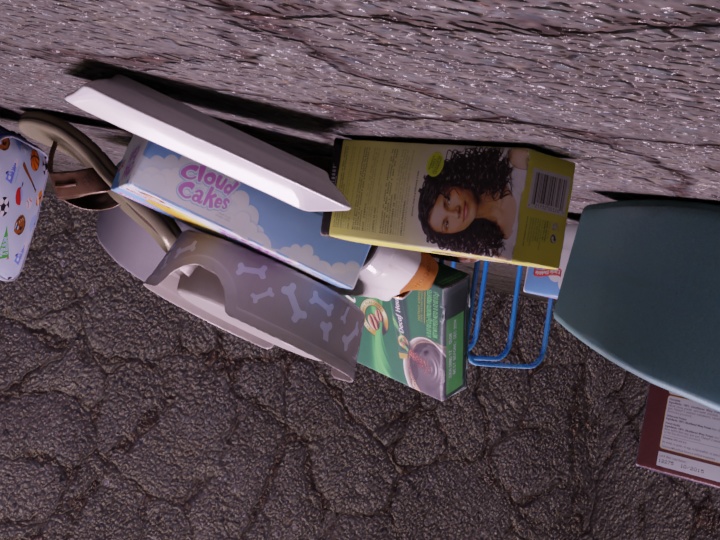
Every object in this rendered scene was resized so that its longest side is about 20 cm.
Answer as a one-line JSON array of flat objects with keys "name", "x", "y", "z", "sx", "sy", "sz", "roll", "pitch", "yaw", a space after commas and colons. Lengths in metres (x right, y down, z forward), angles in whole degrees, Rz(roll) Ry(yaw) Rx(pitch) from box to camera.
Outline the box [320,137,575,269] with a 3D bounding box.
[{"name": "box", "x": 0.054, "y": -0.048, "z": 0.935, "sx": 0.050, "sy": 0.077, "sz": 0.199, "roll": 9, "pitch": 179, "yaw": -39}]

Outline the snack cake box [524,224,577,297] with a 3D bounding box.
[{"name": "snack cake box", "x": 0.256, "y": 0.007, "z": 1.275, "sx": 0.114, "sy": 0.068, "sz": 0.199, "roll": 11, "pitch": 179, "yaw": 40}]

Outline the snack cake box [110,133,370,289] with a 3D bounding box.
[{"name": "snack cake box", "x": -0.094, "y": -0.056, "z": 1.102, "sx": 0.198, "sy": 0.068, "sz": 0.115, "roll": 25, "pitch": 175, "yaw": -16}]

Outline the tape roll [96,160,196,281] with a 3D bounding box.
[{"name": "tape roll", "x": -0.167, "y": -0.042, "z": 1.391, "sx": 0.198, "sy": 0.067, "sz": 0.201, "roll": 22, "pitch": -159, "yaw": -9}]

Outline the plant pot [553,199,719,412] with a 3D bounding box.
[{"name": "plant pot", "x": 0.254, "y": 0.022, "z": 1.000, "sx": 0.198, "sy": 0.143, "sz": 0.140, "roll": 19, "pitch": -176, "yaw": 38}]

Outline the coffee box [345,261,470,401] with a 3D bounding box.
[{"name": "coffee box", "x": 0.018, "y": 0.035, "z": 1.311, "sx": 0.199, "sy": 0.125, "sz": 0.044, "roll": 24, "pitch": -146, "yaw": 39}]

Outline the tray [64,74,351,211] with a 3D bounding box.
[{"name": "tray", "x": -0.104, "y": -0.090, "z": 0.946, "sx": 0.198, "sy": 0.022, "sz": 0.107, "roll": 24, "pitch": 175, "yaw": -19}]

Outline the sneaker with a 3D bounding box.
[{"name": "sneaker", "x": 0.000, "y": 0.000, "z": 1.218, "sx": 0.084, "sy": 0.074, "sz": 0.199, "roll": 26, "pitch": 171, "yaw": -25}]

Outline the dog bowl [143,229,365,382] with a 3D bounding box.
[{"name": "dog bowl", "x": -0.085, "y": 0.028, "z": 1.166, "sx": 0.198, "sy": 0.059, "sz": 0.200, "roll": 24, "pitch": 173, "yaw": 3}]

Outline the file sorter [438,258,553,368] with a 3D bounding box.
[{"name": "file sorter", "x": 0.085, "y": 0.022, "z": 1.385, "sx": 0.138, "sy": 0.125, "sz": 0.198, "roll": 6, "pitch": -178, "yaw": -45}]

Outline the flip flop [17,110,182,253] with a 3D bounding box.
[{"name": "flip flop", "x": -0.247, "y": -0.076, "z": 1.260, "sx": 0.200, "sy": 0.058, "sz": 0.081, "roll": 42, "pitch": 171, "yaw": 7}]

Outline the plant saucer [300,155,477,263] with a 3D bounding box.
[{"name": "plant saucer", "x": 0.033, "y": -0.049, "z": 1.199, "sx": 0.198, "sy": 0.035, "sz": 0.200, "roll": 21, "pitch": 173, "yaw": 3}]

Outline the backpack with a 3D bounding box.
[{"name": "backpack", "x": -0.405, "y": -0.076, "z": 1.327, "sx": 0.152, "sy": 0.203, "sz": 0.190, "roll": 5, "pitch": 170, "yaw": 23}]

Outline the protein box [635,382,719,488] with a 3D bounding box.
[{"name": "protein box", "x": 0.358, "y": 0.085, "z": 1.141, "sx": 0.196, "sy": 0.203, "sz": 0.134, "roll": 12, "pitch": 178, "yaw": -37}]
